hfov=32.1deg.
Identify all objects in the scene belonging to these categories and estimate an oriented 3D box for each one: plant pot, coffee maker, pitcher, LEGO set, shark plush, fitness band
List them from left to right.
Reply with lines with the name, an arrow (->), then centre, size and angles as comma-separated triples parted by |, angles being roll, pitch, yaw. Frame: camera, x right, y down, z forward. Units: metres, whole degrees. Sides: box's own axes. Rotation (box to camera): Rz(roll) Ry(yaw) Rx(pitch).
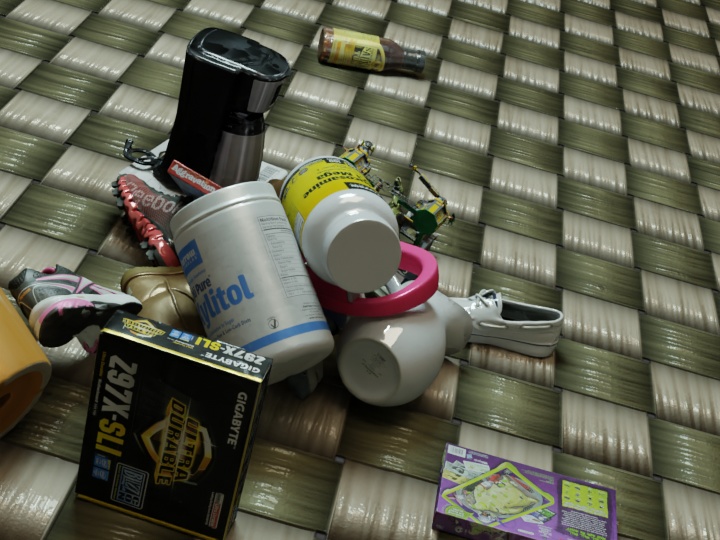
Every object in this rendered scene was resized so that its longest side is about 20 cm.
plant pot -> -0.414, 0.078, 1.243 | 0.183, 0.201, 0.200 | 41, 36, 10
coffee maker -> -0.207, -0.212, 1.680 | 0.190, 0.201, 0.135 | 6, 32, -18
shark plush -> -0.110, 0.052, 1.455 | 0.200, 0.091, 0.083 | 51, 58, -12
fitness band -> 0.000, 0.000, 1.482 | 0.199, 0.038, 0.143 | 19, 35, 42
pitcher -> 0.032, 0.067, 1.498 | 0.171, 0.122, 0.200 | 39, 29, 8
LEGO set -> 0.043, -0.093, 1.741 | 0.199, 0.155, 0.116 | 27, 36, 15

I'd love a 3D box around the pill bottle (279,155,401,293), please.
pill bottle -> -0.021, -0.051, 1.419 | 0.111, 0.114, 0.200 | 4, 20, -18

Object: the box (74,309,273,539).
box -> -0.181, 0.151, 1.198 | 0.158, 0.201, 0.049 | 18, 29, 4

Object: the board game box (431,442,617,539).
board game box -> 0.180, 0.258, 1.359 | 0.198, 0.033, 0.120 | 16, 27, 2

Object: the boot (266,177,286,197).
boot -> -0.082, -0.101, 1.677 | 0.073, 0.076, 0.200 | 36, 3, -19

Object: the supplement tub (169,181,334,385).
supplement tub -> -0.120, 0.019, 1.383 | 0.131, 0.132, 0.202 | -13, 75, -39

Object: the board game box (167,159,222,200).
board game box -> -0.181, -0.089, 1.563 | 0.102, 0.020, 0.200 | 31, -5, 1

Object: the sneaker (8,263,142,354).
sneaker -> -0.307, 0.030, 1.354 | 0.086, 0.080, 0.200 | 46, 3, 14

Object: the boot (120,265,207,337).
boot -> -0.186, 0.073, 1.462 | 0.173, 0.067, 0.201 | -7, 38, -20

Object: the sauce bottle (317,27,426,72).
sauce bottle -> 0.022, -0.402, 2.305 | 0.198, 0.067, 0.066 | 7, 32, -11

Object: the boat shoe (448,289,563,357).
boat shoe -> 0.168, 0.056, 1.639 | 0.198, 0.066, 0.074 | 10, 31, -9

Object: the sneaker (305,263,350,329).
sneaker -> -0.087, -0.007, 1.611 | 0.198, 0.081, 0.115 | 20, 33, 10

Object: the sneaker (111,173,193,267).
sneaker -> -0.254, -0.067, 1.619 | 0.097, 0.071, 0.201 | -27, 47, -14

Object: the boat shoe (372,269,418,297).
boat shoe -> 0.005, -0.024, 1.674 | 0.200, 0.062, 0.075 | 43, -3, 32

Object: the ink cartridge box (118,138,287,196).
ink cartridge box -> -0.220, -0.120, 1.765 | 0.175, 0.045, 0.200 | 23, 31, 11
